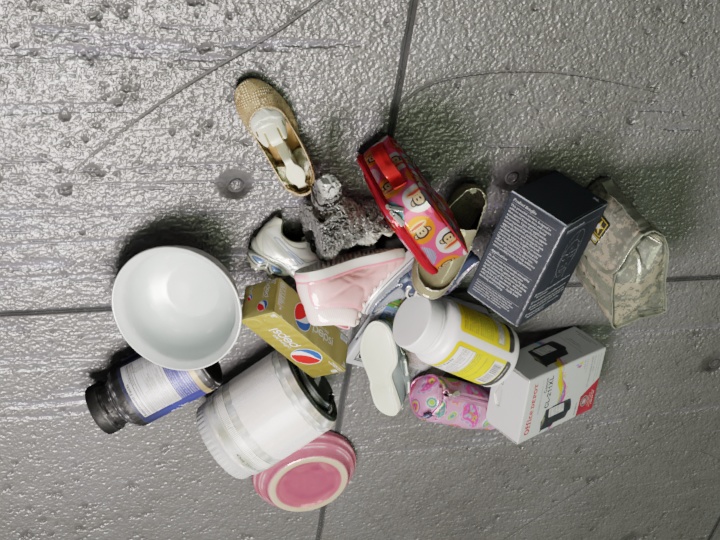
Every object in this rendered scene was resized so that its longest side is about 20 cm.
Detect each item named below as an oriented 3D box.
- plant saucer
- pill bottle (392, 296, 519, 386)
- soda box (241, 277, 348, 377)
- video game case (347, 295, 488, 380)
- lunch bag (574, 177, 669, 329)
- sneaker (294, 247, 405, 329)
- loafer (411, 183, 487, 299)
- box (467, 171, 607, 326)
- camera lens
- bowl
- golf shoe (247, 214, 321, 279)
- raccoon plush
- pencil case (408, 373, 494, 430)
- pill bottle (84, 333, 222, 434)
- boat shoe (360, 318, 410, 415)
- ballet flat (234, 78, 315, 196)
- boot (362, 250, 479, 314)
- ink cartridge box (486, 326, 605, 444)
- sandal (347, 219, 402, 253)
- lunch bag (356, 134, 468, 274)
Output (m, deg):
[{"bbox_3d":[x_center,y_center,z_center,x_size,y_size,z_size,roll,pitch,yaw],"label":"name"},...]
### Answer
[{"bbox_3d":[-0.102,0.384,1.904,0.200,0.051,0.201,-9,129,-11],"label":"plant saucer"},{"bbox_3d":[0.160,0.114,1.706,0.200,0.114,0.114,25,116,-32],"label":"pill bottle"},{"bbox_3d":[-0.100,0.092,1.581,0.068,0.064,0.200,-15,141,29],"label":"soda box"},{"bbox_3d":[0.096,0.111,1.772,0.200,0.022,0.182,18,120,-28],"label":"video game case"},{"bbox_3d":[0.422,-0.034,1.669,0.117,0.164,0.200,-17,130,-7],"label":"lunch bag"},{"bbox_3d":[-0.009,0.028,1.539,0.200,0.075,0.105,-17,101,-38],"label":"sneaker"},{"bbox_3d":[0.137,-0.052,1.568,0.076,0.068,0.200,24,79,3],"label":"loafer"},{"bbox_3d":[0.280,-0.036,1.619,0.148,0.107,0.200,-24,143,-49],"label":"box"},{"bbox_3d":[-0.151,0.234,1.696,0.200,0.160,0.160,-34,130,10],"label":"camera lens"},{"bbox_3d":[-0.264,0.042,1.530,0.201,0.090,0.201,4,113,9],"label":"bowl"},{"bbox_3d":[-0.072,-0.012,1.570,0.200,0.078,0.097,27,102,-21],"label":"golf shoe"},{"bbox_3d":[-0.005,-0.084,1.489,0.134,0.097,0.200,-19,169,-19],"label":"raccoon plush"},{"bbox_3d":[0.178,0.239,1.838,0.200,0.087,0.087,18,120,-42],"label":"pencil case"},{"bbox_3d":[-0.331,0.179,1.625,0.200,0.112,0.112,-27,131,5],"label":"pill bottle"},{"bbox_3d":[0.049,0.157,1.753,0.062,0.073,0.200,-43,136,-42],"label":"boat shoe"},{"bbox_3d":[-0.112,-0.183,1.440,0.070,0.065,0.200,-30,130,5],"label":"ballet flat"},{"bbox_3d":[0.093,0.019,1.621,0.200,0.090,0.073,-44,167,3],"label":"boot"},{"bbox_3d":[0.334,0.206,1.833,0.200,0.083,0.146,-18,128,-33],"label":"ink cartridge box"},{"bbox_3d":[0.000,0.000,1.635,0.075,0.045,0.200,31,113,-33],"label":"sandal"},{"bbox_3d":[0.068,-0.106,1.473,0.082,0.200,0.176,-34,127,8],"label":"lunch bag"}]
